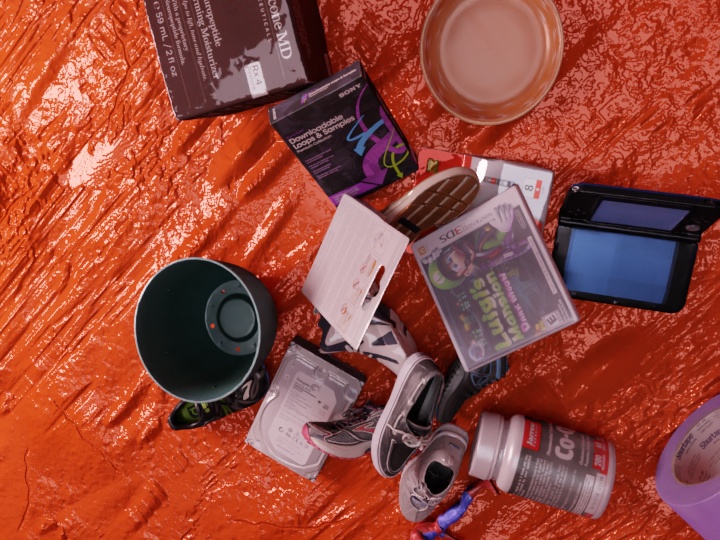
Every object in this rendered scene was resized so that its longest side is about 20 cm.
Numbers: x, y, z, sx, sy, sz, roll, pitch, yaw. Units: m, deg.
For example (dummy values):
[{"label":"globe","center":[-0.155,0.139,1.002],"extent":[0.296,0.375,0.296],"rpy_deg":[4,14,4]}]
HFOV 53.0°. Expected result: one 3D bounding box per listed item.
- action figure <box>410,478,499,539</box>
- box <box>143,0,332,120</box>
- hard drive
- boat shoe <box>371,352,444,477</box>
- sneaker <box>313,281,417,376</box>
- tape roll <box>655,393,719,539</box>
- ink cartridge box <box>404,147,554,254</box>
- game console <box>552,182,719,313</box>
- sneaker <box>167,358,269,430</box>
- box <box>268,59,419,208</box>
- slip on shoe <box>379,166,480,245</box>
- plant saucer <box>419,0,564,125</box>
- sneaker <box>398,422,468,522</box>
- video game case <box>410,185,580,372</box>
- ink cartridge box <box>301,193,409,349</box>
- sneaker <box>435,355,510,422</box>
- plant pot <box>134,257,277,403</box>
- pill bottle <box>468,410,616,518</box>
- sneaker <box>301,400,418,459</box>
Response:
[{"label":"action figure","center":[0.155,0.415,1.147],"extent":[0.199,0.065,0.100],"rpy_deg":[-39,76,17]},{"label":"box","center":[-0.160,-0.314,0.997],"extent":[0.195,0.164,0.170],"rpy_deg":[-12,100,14]},{"label":"hard drive","center":[-0.090,0.226,1.174],"extent":[0.137,0.038,0.203],"rpy_deg":[29,106,4]},{"label":"boat shoe","center":[0.075,0.224,1.050],"extent":[0.072,0.068,0.204],"rpy_deg":[12,107,-32]},{"label":"sneaker","center":[0.001,0.112,1.107],"extent":[0.128,0.080,0.201],"rpy_deg":[-33,95,18]},{"label":"tape roll","center":[0.502,0.262,0.974],"extent":[0.085,0.200,0.201],"rpy_deg":[40,107,0]},{"label":"ink cartridge box","center":[0.167,-0.082,1.043],"extent":[0.194,0.050,0.167],"rpy_deg":[10,104,6]},{"label":"game console","center":[0.367,-0.027,0.983],"extent":[0.194,0.171,0.122],"rpy_deg":[8,78,9]},{"label":"sneaker","center":[-0.230,0.211,1.174],"extent":[0.197,0.083,0.072],"rpy_deg":[-29,91,15]},{"label":"box","center":[-0.018,-0.180,1.001],"extent":[0.140,0.037,0.200],"rpy_deg":[-24,140,16]},{"label":"slip on shoe","center":[0.085,-0.091,1.035],"extent":[0.075,0.062,0.199],"rpy_deg":[31,126,-28]},{"label":"plant saucer","center":[0.179,-0.306,0.996],"extent":[0.194,0.037,0.206],"rpy_deg":[3,103,12]},{"label":"sneaker","center":[0.102,0.329,1.122],"extent":[0.073,0.082,0.203],"rpy_deg":[22,123,5]},{"label":"video game case","center":[0.184,0.014,1.014],"extent":[0.179,0.023,0.204],"rpy_deg":[-28,81,26]},{"label":"ink cartridge box","center":[0.000,0.000,0.998],"extent":[0.047,0.200,0.163],"rpy_deg":[20,101,-33]},{"label":"sneaker","center":[0.177,0.152,1.082],"extent":[0.081,0.073,0.203],"rpy_deg":[28,107,3]},{"label":"plant pot","center":[-0.213,0.080,1.092],"extent":[0.195,0.161,0.207],"rpy_deg":[1,94,14]},{"label":"pill bottle","center":[0.266,0.282,1.072],"extent":[0.195,0.114,0.117],"rpy_deg":[15,106,7]},{"label":"sneaker","center":[0.002,0.240,1.116],"extent":[0.195,0.080,0.077],"rpy_deg":[3,100,-25]}]
